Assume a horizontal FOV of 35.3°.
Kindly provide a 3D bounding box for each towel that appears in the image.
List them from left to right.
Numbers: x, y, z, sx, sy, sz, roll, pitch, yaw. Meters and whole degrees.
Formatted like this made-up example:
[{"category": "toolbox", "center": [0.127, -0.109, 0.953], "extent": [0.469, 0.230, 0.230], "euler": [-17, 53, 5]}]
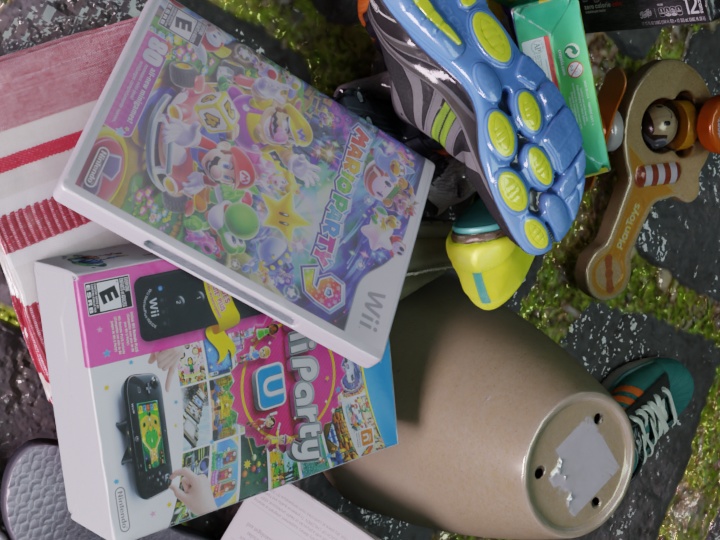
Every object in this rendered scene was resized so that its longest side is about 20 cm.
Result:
[{"category": "towel", "center": [-0.144, -0.034, 0.654], "extent": [0.143, 0.023, 0.202], "euler": [-25, 109, -32]}]

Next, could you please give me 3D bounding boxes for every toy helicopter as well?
[{"category": "toy helicopter", "center": [0.218, -0.075, 0.908], "extent": [0.131, 0.079, 0.202], "euler": [23, 89, -30]}]

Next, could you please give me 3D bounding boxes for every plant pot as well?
[{"category": "plant pot", "center": [0.090, 0.107, 0.785], "extent": [0.185, 0.199, 0.190], "euler": [-5, 99, -30]}]

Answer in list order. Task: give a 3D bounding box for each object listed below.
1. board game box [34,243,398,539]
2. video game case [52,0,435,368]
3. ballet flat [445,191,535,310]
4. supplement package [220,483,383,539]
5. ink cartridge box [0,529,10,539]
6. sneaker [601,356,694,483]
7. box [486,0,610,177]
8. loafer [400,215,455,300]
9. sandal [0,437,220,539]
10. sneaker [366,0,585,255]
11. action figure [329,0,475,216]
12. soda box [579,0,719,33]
[{"category": "board game box", "center": [-0.077, 0.052, 0.661], "extent": [0.198, 0.064, 0.150], "euler": [-13, 102, -37]}, {"category": "video game case", "center": [-0.055, -0.052, 0.637], "extent": [0.199, 0.018, 0.145], "euler": [30, 56, -19]}, {"category": "ballet flat", "center": [0.108, -0.034, 0.789], "extent": [0.200, 0.066, 0.068], "euler": [-49, 127, -56]}, {"category": "supplement package", "center": [-0.051, 0.260, 0.757], "extent": [0.201, 0.117, 0.117], "euler": [-59, 140, -11]}, {"category": "ink cartridge box", "center": [-0.306, 0.203, 0.660], "extent": [0.200, 0.047, 0.199], "euler": [-43, 116, -21]}, {"category": "sneaker", "center": [0.215, 0.138, 0.930], "extent": [0.199, 0.080, 0.072], "euler": [-29, 110, -24]}, {"category": "box", "center": [0.118, -0.139, 0.785], "extent": [0.048, 0.200, 0.119], "euler": [-14, 107, 3]}, {"category": "loafer", "center": [0.000, 0.000, 0.793], "extent": [0.198, 0.075, 0.071], "euler": [-6, 100, -23]}, {"category": "sandal", "center": [-0.162, 0.176, 0.743], "extent": [0.076, 0.043, 0.200], "euler": [-54, 129, -14]}, {"category": "sneaker", "center": [0.068, -0.102, 0.689], "extent": [0.070, 0.083, 0.201], "euler": [-31, 87, -19]}, {"category": "action figure", "center": [0.034, -0.135, 0.755], "extent": [0.199, 0.104, 0.196], "euler": [-10, 85, -53]}, {"category": "soda box", "center": [0.190, -0.209, 0.798], "extent": [0.070, 0.199, 0.064], "euler": [-26, 110, -24]}]
